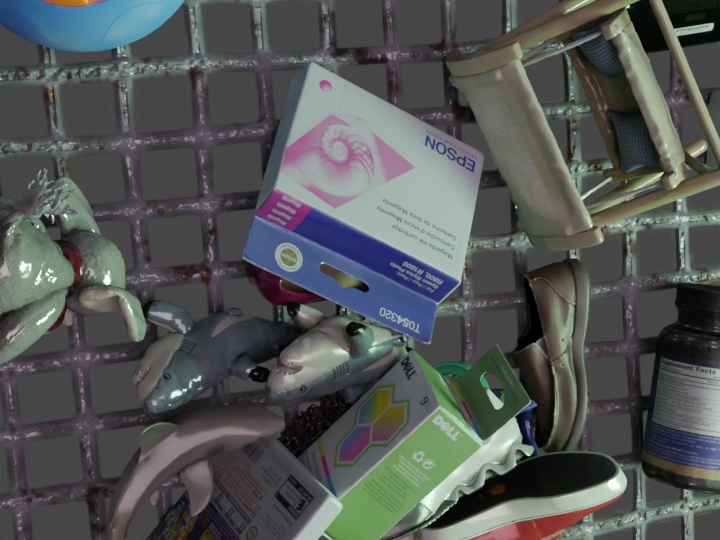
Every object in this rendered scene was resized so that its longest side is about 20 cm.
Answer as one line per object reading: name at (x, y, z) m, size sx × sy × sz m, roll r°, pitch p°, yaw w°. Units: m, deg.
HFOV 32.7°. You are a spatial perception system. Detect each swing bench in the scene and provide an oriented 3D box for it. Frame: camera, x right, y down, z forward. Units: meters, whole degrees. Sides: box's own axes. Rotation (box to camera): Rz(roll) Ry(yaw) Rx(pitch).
swing bench at (0.207, -0.143, 1.126) m, size 0.200 × 0.130 × 0.199 m, roll -26°, pitch 106°, yaw 7°

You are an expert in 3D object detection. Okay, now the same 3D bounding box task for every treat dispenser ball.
treat dispenser ball at (-0.220, -0.271, 0.950) m, size 0.201 × 0.201 × 0.201 m, roll -3°, pitch 98°, yaw -19°

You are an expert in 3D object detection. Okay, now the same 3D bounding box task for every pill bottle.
pill bottle at (0.353, 0.117, 1.248) m, size 0.112 × 0.112 × 0.200 m, roll 5°, pitch 95°, yaw -20°

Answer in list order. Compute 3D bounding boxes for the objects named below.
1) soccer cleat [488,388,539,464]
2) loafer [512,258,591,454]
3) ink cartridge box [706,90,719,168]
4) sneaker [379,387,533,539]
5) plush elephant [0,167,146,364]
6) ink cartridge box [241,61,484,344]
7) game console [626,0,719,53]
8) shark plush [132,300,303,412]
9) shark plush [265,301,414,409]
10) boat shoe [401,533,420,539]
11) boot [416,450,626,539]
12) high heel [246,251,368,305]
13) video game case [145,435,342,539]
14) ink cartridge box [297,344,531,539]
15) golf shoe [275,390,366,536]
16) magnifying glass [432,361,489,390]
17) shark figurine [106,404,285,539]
soccer cleat at (0.139, 0.215, 1.195) m, size 0.065 × 0.084 × 0.200 m, roll -11°, pitch 102°, yaw -55°
loafer at (0.182, 0.087, 1.214) m, size 0.071 × 0.073 × 0.200 m, roll 1°, pitch 92°, yaw -9°
ink cartridge box at (0.473, -0.136, 1.240) m, size 0.200 × 0.147 × 0.083 m, roll 1°, pitch 98°, yaw -18°
sneaker at (0.055, 0.176, 1.109) m, size 0.200 × 0.074 × 0.089 m, roll -31°, pitch 94°, yaw -24°
plush elephant at (-0.265, 0.006, 1.008) m, size 0.200 × 0.165 × 0.155 m, roll -34°, pitch 147°, yaw 18°
ink cartridge box at (0.010, -0.061, 1.096) m, size 0.196 × 0.043 × 0.200 m, roll 25°, pitch 57°, yaw -21°
game console at (0.314, -0.324, 1.227) m, size 0.200 × 0.116 × 0.176 m, roll -12°, pitch 131°, yaw -17°
shark plush at (-0.110, 0.084, 1.091) m, size 0.200 × 0.083 × 0.091 m, roll 0°, pitch 116°, yaw -34°
shark plush at (-0.006, 0.087, 1.100) m, size 0.200 × 0.091 × 0.083 m, roll 18°, pitch 88°, yaw -58°
boat shoe at (0.015, 0.246, 1.157) m, size 0.069 × 0.074 × 0.200 m, roll 4°, pitch 97°, yaw -53°
boot at (0.163, 0.259, 1.157) m, size 0.200 × 0.072 × 0.144 m, roll -19°, pitch 113°, yaw 0°
high heel at (0.000, 0.000, 1.117) m, size 0.200 × 0.096 × 0.067 m, roll -12°, pitch 101°, yaw -17°
video game case at (-0.115, 0.230, 1.050) m, size 0.023 × 0.200 × 0.182 m, roll 42°, pitch 84°, yaw -27°
ink cartridge box at (0.040, 0.137, 1.041) m, size 0.200 × 0.104 × 0.059 m, roll -43°, pitch 114°, yaw 9°
golf shoe at (-0.049, 0.198, 1.142) m, size 0.092 × 0.073 × 0.200 m, roll 43°, pitch 87°, yaw -24°
magnifying glass at (0.065, 0.182, 1.186) m, size 0.022 × 0.080 × 0.200 m, roll 3°, pitch 111°, yaw -61°
shark figurine at (-0.177, 0.175, 1.041) m, size 0.128 × 0.090 × 0.215 m, roll 27°, pitch 65°, yaw 20°
